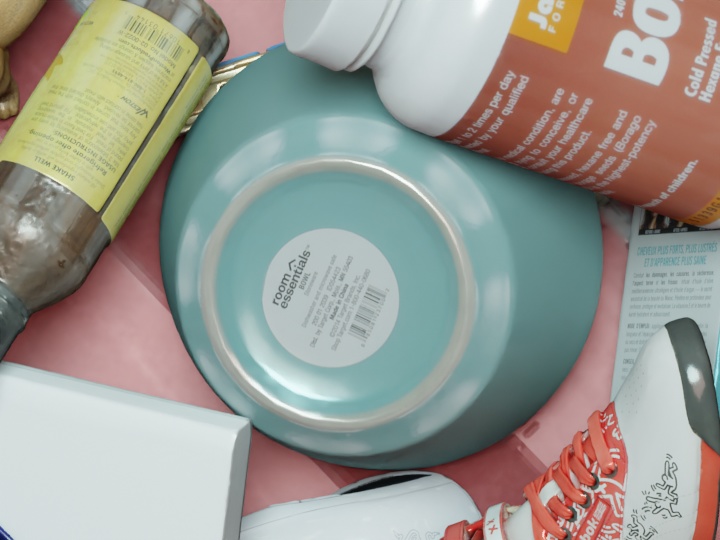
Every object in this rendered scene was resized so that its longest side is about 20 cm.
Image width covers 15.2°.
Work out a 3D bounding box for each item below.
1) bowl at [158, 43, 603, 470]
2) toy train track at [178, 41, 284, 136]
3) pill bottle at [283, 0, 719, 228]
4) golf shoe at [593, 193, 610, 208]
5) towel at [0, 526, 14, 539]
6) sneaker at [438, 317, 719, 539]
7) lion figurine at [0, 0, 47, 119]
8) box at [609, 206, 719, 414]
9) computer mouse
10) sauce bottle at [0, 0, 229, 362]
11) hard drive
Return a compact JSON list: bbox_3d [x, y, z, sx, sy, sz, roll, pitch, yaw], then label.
[{"bbox_3d":[0.000,0.000,1.144,0.199,0.105,0.202,2,100,9],"label":"bowl"},{"bbox_3d":[-0.013,-0.094,1.218,0.199,0.033,0.115,-18,86,-1],"label":"toy train track"},{"bbox_3d":[0.076,-0.096,1.081,0.199,0.112,0.113,17,84,-17],"label":"pill bottle"},{"bbox_3d":[0.098,-0.126,1.176,0.092,0.073,0.201,8,107,-14],"label":"golf shoe"},{"bbox_3d":[-0.193,0.201,1.148,0.147,0.050,0.200,40,107,7],"label":"towel"},{"bbox_3d":[0.089,0.107,1.129,0.107,0.202,0.067,-1,41,-4],"label":"sneaker"},{"bbox_3d":[-0.151,-0.125,1.177,0.072,0.122,0.201,31,85,3],"label":"lion figurine"},{"bbox_3d":[0.161,-0.030,1.181,0.049,0.082,0.201,11,84,-27],"label":"box"},{"bbox_3d":[-0.040,0.139,1.190,0.199,0.044,0.110,-19,84,-1],"label":"computer mouse"},{"bbox_3d":[-0.129,-0.035,1.144,0.064,0.065,0.201,30,68,3],"label":"sauce bottle"},{"bbox_3d":[-0.149,0.106,1.158,0.199,0.026,0.133,12,107,16],"label":"hard drive"}]
